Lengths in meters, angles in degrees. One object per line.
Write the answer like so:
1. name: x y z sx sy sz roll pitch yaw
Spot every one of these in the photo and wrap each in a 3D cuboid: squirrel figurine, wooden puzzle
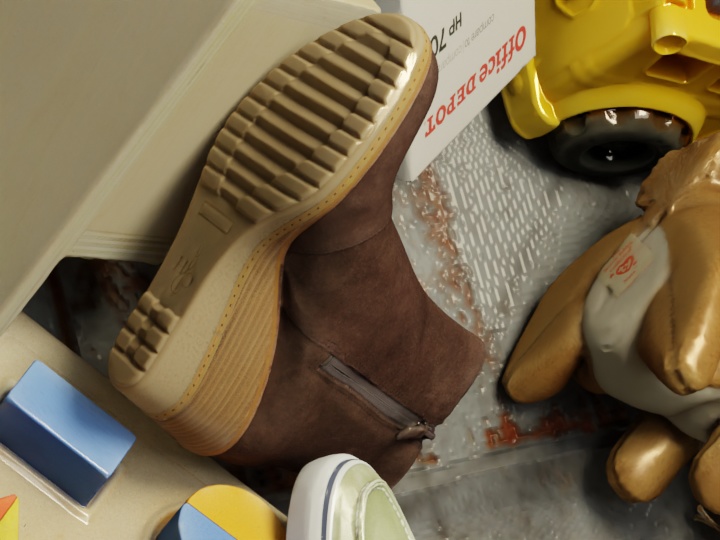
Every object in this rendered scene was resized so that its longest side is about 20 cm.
1. squirrel figurine: 0.199 0.039 1.265 0.186 0.141 0.201 40 58 -24
2. wooden puzzle: -0.108 0.115 1.030 0.185 0.046 0.200 37 39 -3

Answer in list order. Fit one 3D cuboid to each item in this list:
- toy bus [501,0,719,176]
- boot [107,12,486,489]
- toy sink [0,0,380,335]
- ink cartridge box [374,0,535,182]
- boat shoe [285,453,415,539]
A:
1. toy bus: 0.194 -0.133 1.287 0.199 0.192 0.137 12 65 -32
2. boot: 0.000 0.000 1.068 0.166 0.200 0.072 27 14 -46
3. toy sink: -0.110 -0.080 1.074 0.130 0.200 0.112 47 20 24
4. ink cartridge box: 0.015 -0.164 1.162 0.146 0.085 0.201 -47 140 -49
5. boat shoe: 0.023 0.171 1.053 0.072 0.062 0.202 -9 83 -57
